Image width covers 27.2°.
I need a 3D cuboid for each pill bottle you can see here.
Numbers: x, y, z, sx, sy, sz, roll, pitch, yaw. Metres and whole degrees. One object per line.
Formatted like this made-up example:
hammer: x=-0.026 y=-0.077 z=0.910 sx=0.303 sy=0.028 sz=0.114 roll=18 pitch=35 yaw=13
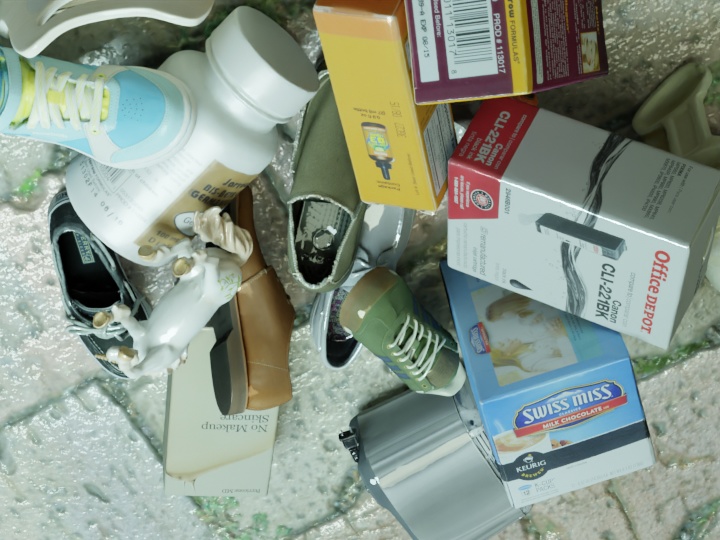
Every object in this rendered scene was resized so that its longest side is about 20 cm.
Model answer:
pill bottle: x=-0.130 y=-0.107 z=1.169 sx=0.114 sy=0.115 sz=0.200 roll=35 pitch=115 yaw=-28

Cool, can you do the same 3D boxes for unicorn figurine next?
unicorn figurine: x=-0.156 y=0.037 z=1.182 sx=0.199 sy=0.074 sz=0.137 roll=-36 pitch=162 yaw=13

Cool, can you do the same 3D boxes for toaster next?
toaster: x=0.078 y=0.181 z=1.414 sx=0.129 sy=0.114 sz=0.200 roll=-29 pitch=123 yaw=9

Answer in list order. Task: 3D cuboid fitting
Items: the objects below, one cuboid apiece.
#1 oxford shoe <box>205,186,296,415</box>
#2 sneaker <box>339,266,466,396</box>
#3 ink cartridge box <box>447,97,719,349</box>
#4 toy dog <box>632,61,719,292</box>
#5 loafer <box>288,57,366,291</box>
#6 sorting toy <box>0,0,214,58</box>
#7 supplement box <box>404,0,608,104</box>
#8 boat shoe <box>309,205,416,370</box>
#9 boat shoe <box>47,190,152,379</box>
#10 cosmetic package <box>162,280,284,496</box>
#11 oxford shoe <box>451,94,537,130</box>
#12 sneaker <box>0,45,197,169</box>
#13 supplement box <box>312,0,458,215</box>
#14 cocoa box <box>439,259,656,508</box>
oxford shoe: x=-0.091 y=0.019 z=1.253 sx=0.071 sy=0.071 sz=0.202 roll=-3 pitch=86 yaw=-22
sneaker: x=0.048 y=0.060 z=1.274 sx=0.067 sy=0.090 sz=0.200 roll=-52 pitch=161 yaw=-6
ink cartridge box: x=0.174 y=-0.038 z=1.175 sx=0.199 sy=0.084 sz=0.145 roll=21 pitch=148 yaw=17
toy dog: x=0.306 y=-0.041 z=1.267 sx=0.199 sy=0.140 sz=0.194 roll=32 pitch=117 yaw=-29
loafer: x=-0.020 y=-0.073 z=1.199 sx=0.075 sy=0.070 sz=0.202 roll=6 pitch=105 yaw=1
sorting toy: x=-0.175 y=-0.207 z=1.048 sx=0.198 sy=0.181 sz=0.107 roll=-11 pitch=127 yaw=0
supplement box: x=0.108 y=-0.185 z=1.070 sx=0.085 sy=0.200 sz=0.111 roll=-2 pitch=99 yaw=26
boat shoe: x=0.000 y=0.000 z=1.294 sx=0.072 sy=0.069 sz=0.201 roll=15 pitch=123 yaw=-18
boat shoe: x=-0.222 y=0.028 z=1.284 sx=0.073 sy=0.068 sz=0.200 roll=-8 pitch=127 yaw=-2
cosmetic package: x=-0.126 y=0.110 z=1.356 sx=0.103 sy=0.073 sz=0.201 roll=1 pitch=125 yaw=-9
oxford shoe: x=0.051 y=-0.164 z=1.181 sx=0.199 sy=0.072 sz=0.073 roll=33 pitch=120 yaw=-28
sneaker: x=-0.228 y=-0.123 z=1.087 sx=0.199 sy=0.130 sz=0.080 roll=7 pitch=90 yaw=29
supplement box: x=0.023 y=-0.134 z=1.105 sx=0.066 sy=0.069 sz=0.201 roll=11 pitch=140 yaw=22
cocoa box: x=0.158 y=0.077 z=1.291 sx=0.132 sy=0.201 sz=0.132 roll=-17 pitch=127 yaw=3
